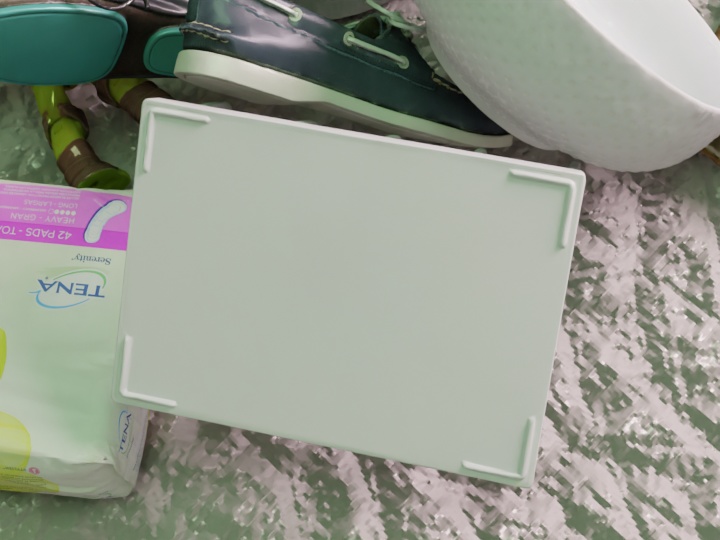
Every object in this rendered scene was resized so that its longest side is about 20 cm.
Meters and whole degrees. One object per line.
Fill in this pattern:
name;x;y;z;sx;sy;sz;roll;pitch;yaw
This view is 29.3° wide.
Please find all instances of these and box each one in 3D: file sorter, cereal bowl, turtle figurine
file sorter;0.000;0.000;0.663;0.197;0.125;0.141;10;101;9
cereal bowl;0.092;-0.122;0.683;0.083;0.199;0.201;-46;66;26
turtle figurine;-0.166;-0.127;0.779;0.199;0.065;0.161;-38;72;-16

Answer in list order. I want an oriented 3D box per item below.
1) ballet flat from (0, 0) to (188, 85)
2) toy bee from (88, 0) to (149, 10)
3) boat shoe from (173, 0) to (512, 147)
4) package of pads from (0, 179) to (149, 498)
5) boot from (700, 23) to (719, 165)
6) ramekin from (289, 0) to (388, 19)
ballet flat;-0.125;-0.134;0.719;0.197;0.073;0.074;-2;62;-30
toy bee;-0.055;-0.223;0.681;0.108;0.130;0.203;-14;66;46
boat shoe;-0.001;-0.107;0.714;0.197;0.075;0.063;11;92;-24
package of pads;-0.201;0.033;0.714;0.197;0.068;0.157;4;67;7
boot;0.219;-0.161;0.765;0.173;0.066;0.202;24;72;14
ramekin;-0.029;-0.245;0.802;0.197;0.098;0.204;-2;66;4
